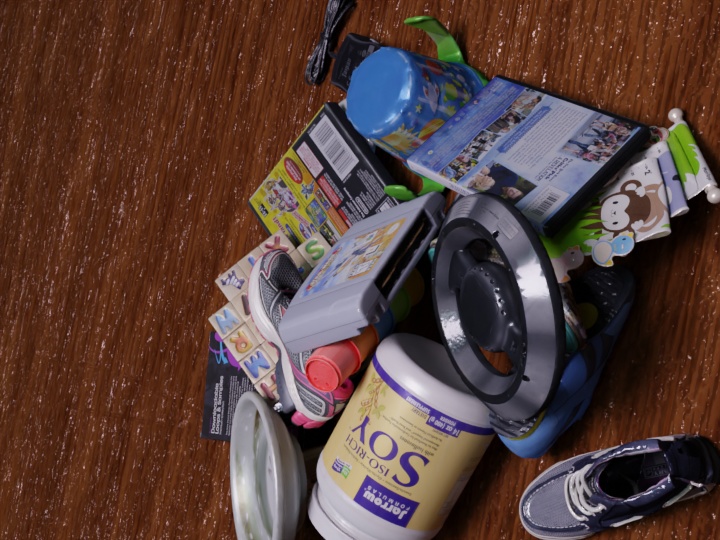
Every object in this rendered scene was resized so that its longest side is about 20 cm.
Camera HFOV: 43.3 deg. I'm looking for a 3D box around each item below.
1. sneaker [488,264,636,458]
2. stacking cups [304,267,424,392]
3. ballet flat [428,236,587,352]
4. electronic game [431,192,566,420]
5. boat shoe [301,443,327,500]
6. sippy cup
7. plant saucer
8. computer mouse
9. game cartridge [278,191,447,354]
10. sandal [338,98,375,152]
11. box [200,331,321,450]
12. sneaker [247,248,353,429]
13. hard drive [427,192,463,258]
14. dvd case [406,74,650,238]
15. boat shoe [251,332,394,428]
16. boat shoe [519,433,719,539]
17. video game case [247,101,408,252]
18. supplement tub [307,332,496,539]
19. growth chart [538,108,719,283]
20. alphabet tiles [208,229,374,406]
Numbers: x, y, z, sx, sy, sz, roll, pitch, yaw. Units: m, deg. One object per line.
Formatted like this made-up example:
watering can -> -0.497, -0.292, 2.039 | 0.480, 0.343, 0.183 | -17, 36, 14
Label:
sneaker -> 0.199, 0.087, 0.857 | 0.066, 0.078, 0.201 | 29, 82, 48
stacking cups -> 0.005, 0.053, 0.936 | 0.060, 0.200, 0.061 | 11, 118, 22
ballet flat -> 0.149, 0.004, 0.854 | 0.200, 0.072, 0.072 | 34, 104, 43
electronic game -> 0.117, 0.032, 0.794 | 0.200, 0.041, 0.202 | 168, 90, -69
boat shoe -> -0.068, 0.255, 1.060 | 0.200, 0.073, 0.063 | -43, 60, 41
sippy cup -> 0.058, -0.178, 0.990 | 0.139, 0.130, 0.179 | -40, 57, 30
plant saucer -> -0.096, 0.230, 0.975 | 0.200, 0.050, 0.202 | 180, 90, -69
computer mouse -> 0.007, -0.280, 1.121 | 0.200, 0.046, 0.141 | 34, 109, 54
game cartridge -> 0.000, 0.000, 0.919 | 0.133, 0.042, 0.200 | -16, 28, 40
sandal -> -0.012, -0.108, 1.095 | 0.082, 0.050, 0.204 | 16, 106, 34
box -> -0.126, 0.149, 1.156 | 0.199, 0.036, 0.144 | -3, 79, 41
sneaker -> -0.058, 0.064, 0.973 | 0.075, 0.080, 0.201 | -41, 62, 39
hard drive -> 0.155, -0.058, 0.933 | 0.201, 0.042, 0.135 | -56, 50, 19
dvd case -> 0.156, -0.117, 0.873 | 0.143, 0.018, 0.200 | -43, 43, -13
boat shoe -> -0.046, 0.126, 1.042 | 0.199, 0.062, 0.075 | -29, 70, 12
boat shoe -> 0.206, 0.190, 0.798 | 0.200, 0.092, 0.075 | -33, 60, 33
video game case -> -0.031, -0.063, 1.069 | 0.181, 0.025, 0.201 | -46, 71, 33
supplement tub -> 0.043, 0.181, 0.916 | 0.145, 0.145, 0.201 | 39, 107, 41
growth chart -> 0.219, -0.063, 0.814 | 0.199, 0.018, 0.145 | -22, 43, 10
alphabet tiles -> -0.075, 0.054, 1.038 | 0.166, 0.006, 0.200 | -38, 69, -4
